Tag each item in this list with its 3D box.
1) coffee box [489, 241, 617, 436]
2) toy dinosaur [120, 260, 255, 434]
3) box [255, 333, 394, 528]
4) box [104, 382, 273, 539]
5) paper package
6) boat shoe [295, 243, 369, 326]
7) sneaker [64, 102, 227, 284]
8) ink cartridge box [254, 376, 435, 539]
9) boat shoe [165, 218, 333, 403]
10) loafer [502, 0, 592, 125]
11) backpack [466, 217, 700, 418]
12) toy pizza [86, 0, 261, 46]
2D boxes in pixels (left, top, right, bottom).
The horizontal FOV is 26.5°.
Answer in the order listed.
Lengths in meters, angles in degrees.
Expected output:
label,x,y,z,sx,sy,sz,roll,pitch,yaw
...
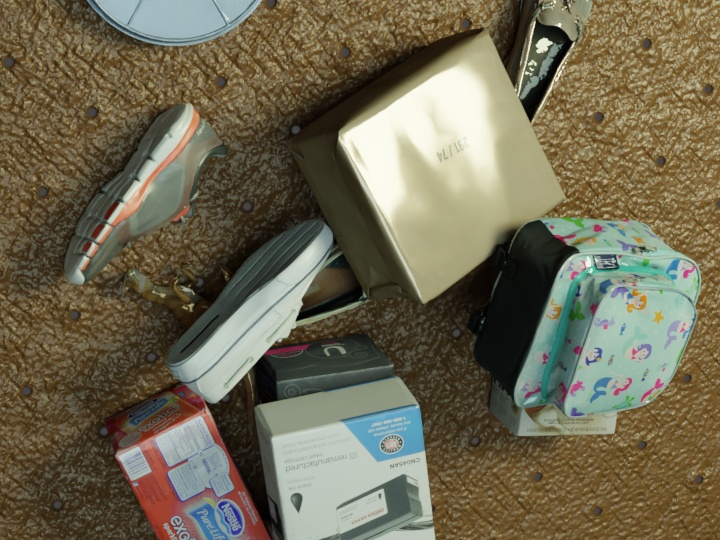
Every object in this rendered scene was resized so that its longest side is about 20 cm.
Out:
label,x,y,z,sx,sy,sz,roll,pitch,yaw
coffee box,0.208,0.063,1.572,0.114,0.080,0.201,0,106,-18
toy dinosaur,-0.142,0.051,1.490,0.200,0.060,0.106,42,104,-12
box,-0.031,0.178,1.523,0.122,0.106,0.201,-7,108,-13
box,-0.163,0.222,1.504,0.099,0.095,0.200,-26,111,-7
paper package,0.065,-0.095,1.436,0.200,0.103,0.191,-35,106,-25
boat shoe,0.000,0.000,1.500,0.200,0.068,0.075,-32,112,-5
sneaker,-0.196,-0.057,1.427,0.082,0.077,0.200,37,94,-28
ink cartridge box,-0.010,0.218,1.437,0.144,0.084,0.201,-11,109,-11
boat shoe,-0.094,0.038,1.433,0.200,0.074,0.067,-43,121,-6
loafer,0.184,-0.224,1.491,0.072,0.063,0.201,19,100,-21
backpack,0.228,0.042,1.442,0.200,0.151,0.178,-5,122,-39
toy pizza,-0.169,-0.305,1.384,0.199,0.032,0.201,-5,107,-16
